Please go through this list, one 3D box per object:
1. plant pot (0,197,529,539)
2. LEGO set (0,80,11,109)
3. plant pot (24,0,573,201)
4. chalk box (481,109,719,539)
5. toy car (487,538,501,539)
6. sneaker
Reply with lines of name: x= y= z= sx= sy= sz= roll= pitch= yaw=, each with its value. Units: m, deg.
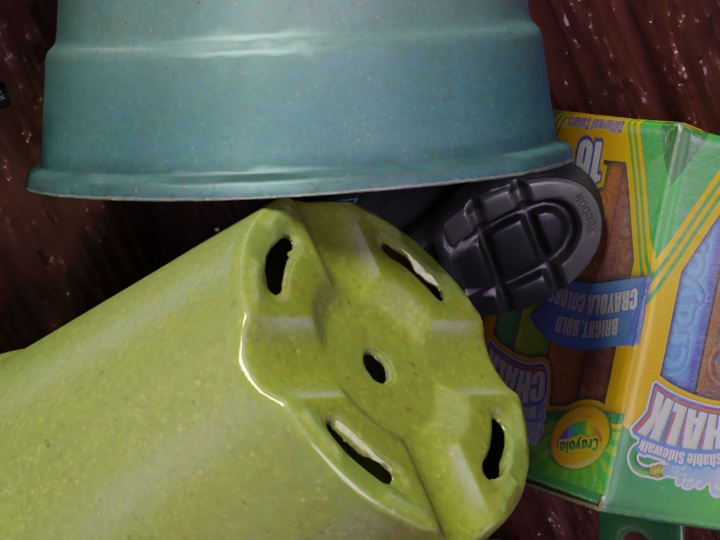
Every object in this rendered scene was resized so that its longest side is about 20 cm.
plant pot: x=-0.049 y=0.076 z=0.814 sx=0.200 sy=0.201 sz=0.184 roll=33 pitch=127 yaw=-29
LEGO set: x=-0.229 y=-0.064 z=0.816 sx=0.199 sy=0.116 sz=0.154 roll=-26 pitch=143 yaw=-4
plant pot: x=-0.025 y=-0.132 z=0.845 sx=0.200 sy=0.200 sz=0.197 roll=-5 pitch=98 yaw=-25
chalk box: x=0.126 y=0.044 z=0.983 sx=0.123 sy=0.124 sz=0.201 roll=12 pitch=89 yaw=-29
toy car: x=0.023 y=0.203 z=0.969 sx=0.199 sy=0.150 sz=0.176 roll=14 pitch=97 yaw=-29
sneaker: x=0.000 y=0.000 z=0.952 sx=0.199 sy=0.079 sz=0.076 roll=-19 pitch=121 yaw=2
